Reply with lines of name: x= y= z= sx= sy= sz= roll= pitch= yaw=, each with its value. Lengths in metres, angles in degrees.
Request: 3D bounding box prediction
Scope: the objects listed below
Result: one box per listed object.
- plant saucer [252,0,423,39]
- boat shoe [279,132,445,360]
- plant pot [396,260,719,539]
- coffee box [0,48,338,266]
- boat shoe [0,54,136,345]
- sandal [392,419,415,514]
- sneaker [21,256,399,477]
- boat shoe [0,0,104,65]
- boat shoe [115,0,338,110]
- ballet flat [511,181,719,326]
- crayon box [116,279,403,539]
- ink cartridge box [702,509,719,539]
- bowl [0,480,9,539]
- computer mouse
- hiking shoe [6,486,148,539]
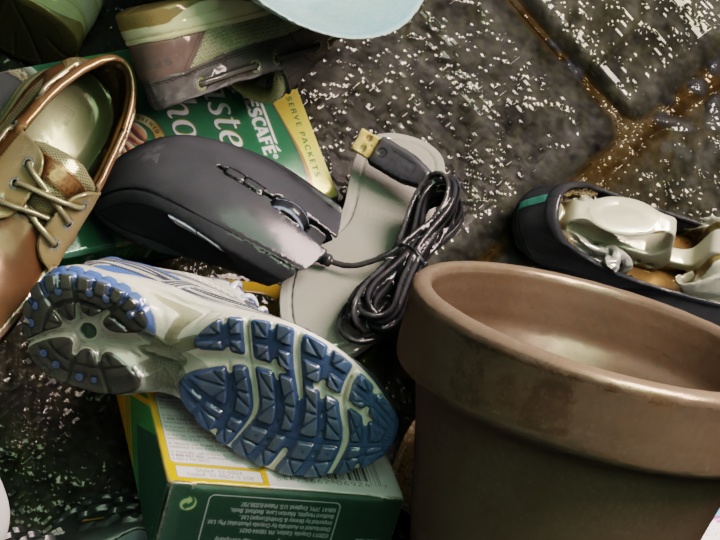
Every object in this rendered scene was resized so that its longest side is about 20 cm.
plant saucer: x=-0.046 y=-0.209 z=1.209 sx=0.200 sy=0.039 sz=0.202 roll=23 pitch=52 yaw=-32
boat shoe: x=0.000 y=0.000 z=1.223 sx=0.073 sy=0.061 sz=0.201 roll=14 pitch=39 yaw=3
plant pot: x=0.100 y=0.108 z=1.084 sx=0.199 sy=0.200 sz=0.176 roll=12 pitch=102 yaw=-16
coffee box: x=-0.123 y=-0.069 z=1.254 sx=0.199 sy=0.044 sz=0.124 roll=-12 pitch=71 yaw=-25
boat shoe: x=-0.175 y=-0.042 z=1.136 sx=0.076 sy=0.074 sz=0.201 roll=37 pitch=51 yaw=-22
sandal: x=0.039 y=0.105 z=1.241 sx=0.069 sy=0.078 sz=0.213 roll=-22 pitch=67 yaw=5
sneaker: x=-0.068 y=0.037 z=1.113 sx=0.199 sy=0.078 sz=0.085 roll=23 pitch=22 yaw=8
boat shoe: x=-0.239 y=-0.196 z=1.252 sx=0.200 sy=0.073 sz=0.063 roll=30 pitch=53 yaw=-10
boat shoe: x=-0.060 y=-0.128 z=1.237 sx=0.200 sy=0.071 sz=0.067 roll=-15 pitch=102 yaw=-52
ballet flat: x=0.190 y=-0.009 z=1.335 sx=0.199 sy=0.073 sz=0.074 roll=19 pitch=62 yaw=-13
crayon box: x=-0.062 y=0.078 z=1.171 sx=0.125 sy=0.052 sz=0.200 roll=6 pitch=31 yaw=-18
ink cartridge box: x=0.171 y=0.158 z=1.209 sx=0.082 sy=0.146 sz=0.202 roll=9 pitch=65 yaw=-19
bowl: x=-0.267 y=0.098 z=1.056 sx=0.200 sy=0.200 sz=0.075 roll=53 pitch=30 yaw=4
computer mouse: x=-0.040 y=-0.049 z=1.186 sx=0.199 sy=0.046 sz=0.141 roll=24 pitch=48 yaw=19
hiking shoe: x=-0.133 y=0.168 z=1.145 sx=0.199 sy=0.074 sz=0.087 roll=-11 pitch=101 yaw=-32
